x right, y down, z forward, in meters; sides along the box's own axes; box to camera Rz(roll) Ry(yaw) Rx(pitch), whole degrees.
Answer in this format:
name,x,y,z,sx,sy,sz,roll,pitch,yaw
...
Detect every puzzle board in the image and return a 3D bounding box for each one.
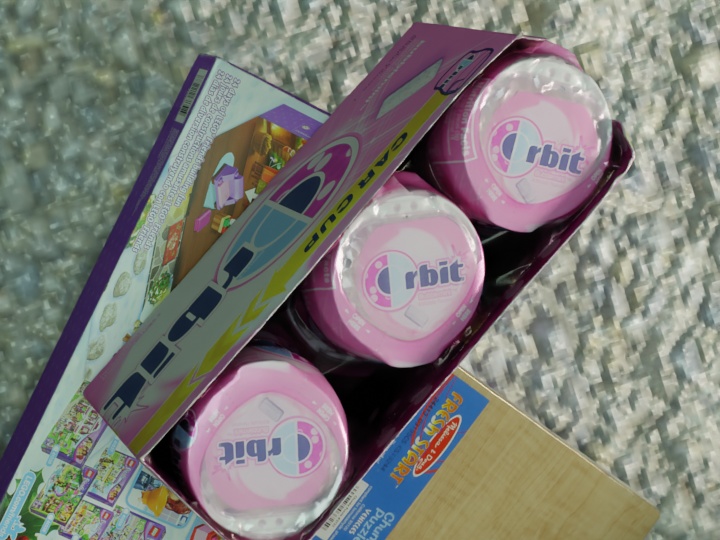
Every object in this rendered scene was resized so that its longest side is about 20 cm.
name,x,y,z,sx,sy,sz,roll,pitch,yaw
puzzle board,0.007,0.136,0.879,0.151,0.017,0.200,36,92,-32

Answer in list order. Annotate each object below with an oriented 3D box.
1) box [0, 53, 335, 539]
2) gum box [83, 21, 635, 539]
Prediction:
name,x,y,z,sx,sy,sz,roll,pitch,yaw
box,-0.043,0.037,0.876,0.136,0.039,0.201,27,90,-17
gum box,0.000,0.000,0.803,0.066,0.113,0.200,43,85,-17
